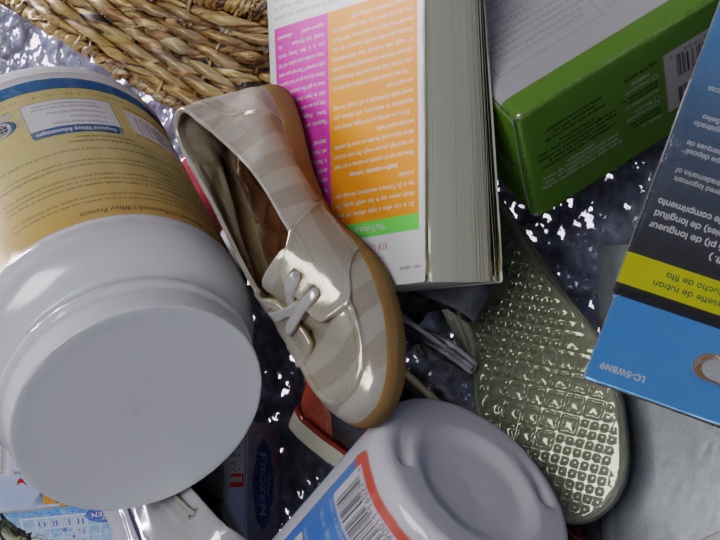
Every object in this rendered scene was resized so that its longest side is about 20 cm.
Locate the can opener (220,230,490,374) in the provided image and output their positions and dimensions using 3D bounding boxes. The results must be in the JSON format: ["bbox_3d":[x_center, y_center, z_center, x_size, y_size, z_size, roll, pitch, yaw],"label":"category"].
[{"bbox_3d":[0.000,0.000,1.117,0.067,0.053,0.200,-57,38,-3],"label":"can opener"}]

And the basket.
[{"bbox_3d":[-0.084,-0.167,1.170,0.200,0.143,0.149,33,98,27],"label":"basket"}]

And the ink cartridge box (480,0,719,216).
[{"bbox_3d":[0.087,-0.145,1.086,0.148,0.076,0.200,-31,51,-12],"label":"ink cartridge box"}]

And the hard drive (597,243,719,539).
[{"bbox_3d":[0.187,0.082,1.055,0.139,0.033,0.201,-4,80,27],"label":"hard drive"}]

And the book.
[{"bbox_3d":[0.003,-0.089,1.031,0.133,0.048,0.201,-6,85,51],"label":"book"}]

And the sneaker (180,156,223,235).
[{"bbox_3d":[-0.132,0.011,1.200,0.074,0.087,0.200,44,102,25],"label":"sneaker"}]

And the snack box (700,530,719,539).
[{"bbox_3d":[0.202,0.146,1.005,0.200,0.024,0.072,-30,71,20],"label":"snack box"}]

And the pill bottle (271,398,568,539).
[{"bbox_3d":[0.000,0.164,1.027,0.200,0.112,0.112,-50,63,31],"label":"pill bottle"}]

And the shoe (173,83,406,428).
[{"bbox_3d":[-0.036,-0.008,1.007,0.070,0.053,0.200,-58,44,38],"label":"shoe"}]

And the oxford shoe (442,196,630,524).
[{"bbox_3d":[0.084,0.040,1.094,0.075,0.058,0.200,-28,62,5],"label":"oxford shoe"}]

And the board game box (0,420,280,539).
[{"bbox_3d":[-0.140,0.188,1.202,0.199,0.041,0.200,-4,80,27],"label":"board game box"}]

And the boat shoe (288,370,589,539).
[{"bbox_3d":[0.047,0.099,1.105,0.200,0.071,0.063,33,102,33],"label":"boat shoe"}]

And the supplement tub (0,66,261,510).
[{"bbox_3d":[-0.137,0.006,1.058,0.145,0.144,0.200,-47,41,14],"label":"supplement tub"}]

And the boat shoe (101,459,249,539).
[{"bbox_3d":[-0.094,0.112,1.096,0.067,0.074,0.200,-46,32,7],"label":"boat shoe"}]

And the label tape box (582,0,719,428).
[{"bbox_3d":[0.199,-0.011,0.963,0.144,0.063,0.201,19,76,13],"label":"label tape box"}]
